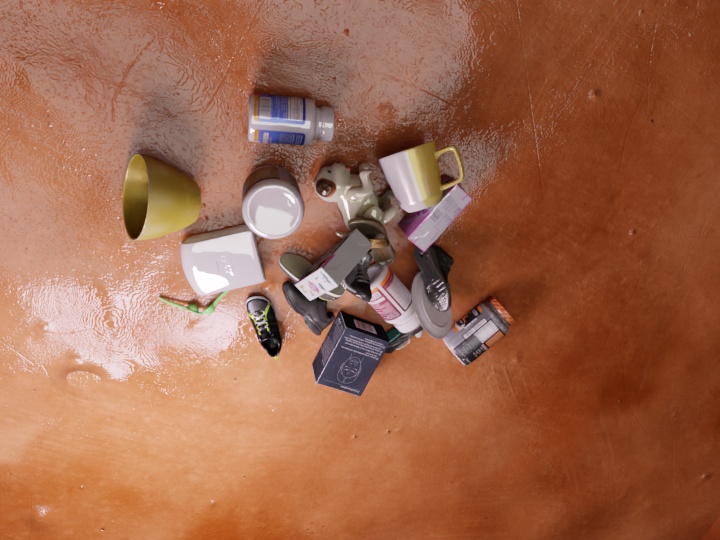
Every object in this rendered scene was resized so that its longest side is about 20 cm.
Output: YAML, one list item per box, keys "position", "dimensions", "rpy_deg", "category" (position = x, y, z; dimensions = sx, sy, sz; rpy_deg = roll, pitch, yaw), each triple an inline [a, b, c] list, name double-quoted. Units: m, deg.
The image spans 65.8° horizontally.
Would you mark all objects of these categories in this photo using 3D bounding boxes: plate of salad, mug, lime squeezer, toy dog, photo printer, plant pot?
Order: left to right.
- position: [-0.467, -0.168, 1.328]
  dimensions: [0.142, 0.200, 0.200]
  rpy_deg: [1, 116, -39]
  category: "plant pot"
- position: [-0.441, 0.090, 1.513]
  dimensions: [0.200, 0.038, 0.071]
  rpy_deg: [-9, 115, -7]
  category: "lime squeezer"
- position: [-0.364, -0.026, 1.460]
  dimensions: [0.200, 0.069, 0.167]
  rpy_deg: [-12, 115, -6]
  category: "photo printer"
- position: [-0.029, -0.195, 1.435]
  dimensions: [0.200, 0.140, 0.194]
  rpy_deg: [39, 119, -22]
  category: "toy dog"
- position: [0.148, -0.232, 1.394]
  dimensions: [0.149, 0.186, 0.153]
  rpy_deg: [-24, 101, -33]
  category: "mug"
- position: [0.197, 0.099, 1.584]
  dimensions: [0.048, 0.200, 0.200]
  rpy_deg: [-20, 122, 36]
  category: "plate of salad"

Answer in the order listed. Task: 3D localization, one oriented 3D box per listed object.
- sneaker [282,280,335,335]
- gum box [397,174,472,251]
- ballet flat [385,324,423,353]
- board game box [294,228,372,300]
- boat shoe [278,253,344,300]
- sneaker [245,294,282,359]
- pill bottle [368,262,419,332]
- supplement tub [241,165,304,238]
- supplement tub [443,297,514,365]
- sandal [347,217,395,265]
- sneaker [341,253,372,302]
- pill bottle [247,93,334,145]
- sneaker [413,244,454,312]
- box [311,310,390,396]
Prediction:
- position: [-0.146, 0.092, 1.564]
  dimensions: [0.091, 0.076, 0.200]
  rpy_deg: [-38, 125, -1]
  category: "sneaker"
- position: [0.200, -0.161, 1.493]
  dimensions: [0.066, 0.114, 0.200]
  rpy_deg: [37, 102, -24]
  category: "gum box"
- position: [0.139, 0.182, 1.664]
  dimensions: [0.200, 0.068, 0.068]
  rpy_deg: [-36, 127, 17]
  category: "ballet flat"
- position: [-0.071, -0.011, 1.417]
  dimensions: [0.064, 0.200, 0.148]
  rpy_deg: [45, 62, -7]
  category: "board game box"
- position: [-0.142, 0.025, 1.528]
  dimensions: [0.201, 0.072, 0.061]
  rpy_deg: [30, 143, -13]
  category: "boat shoe"
- position: [-0.261, 0.160, 1.555]
  dimensions: [0.072, 0.083, 0.200]
  rpy_deg: [-22, 116, -2]
  category: "sneaker"
- position: [0.086, 0.080, 1.578]
  dimensions: [0.110, 0.110, 0.200]
  rpy_deg: [-39, 115, 7]
  category: "pill bottle"
- position: [-0.215, -0.173, 1.353]
  dimensions: [0.144, 0.200, 0.145]
  rpy_deg: [-4, 114, -10]
  category: "supplement tub"
- position: [0.355, 0.179, 1.670]
  dimensions: [0.200, 0.123, 0.123]
  rpy_deg: [-41, 115, 7]
  category: "supplement tub"
- position: [0.035, -0.066, 1.427]
  dimensions: [0.080, 0.054, 0.200]
  rpy_deg: [-13, 139, 22]
  category: "sandal"
- position: [0.000, 0.000, 1.480]
  dimensions: [0.075, 0.200, 0.116]
  rpy_deg: [29, 97, -27]
  category: "sneaker"
- position: [-0.167, -0.358, 1.332]
  dimensions: [0.200, 0.112, 0.112]
  rpy_deg: [2, 113, -13]
  category: "pill bottle"
- position: [0.227, 0.017, 1.555]
  dimensions: [0.114, 0.200, 0.076]
  rpy_deg: [-2, 156, -44]
  category: "sneaker"
- position: [-0.031, 0.244, 1.627]
  dimensions: [0.148, 0.107, 0.200]
  rpy_deg: [22, 107, -20]
  category: "box"
